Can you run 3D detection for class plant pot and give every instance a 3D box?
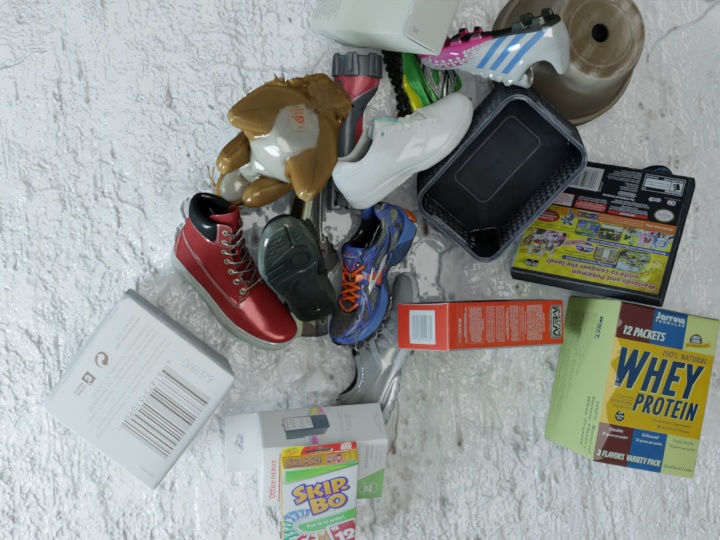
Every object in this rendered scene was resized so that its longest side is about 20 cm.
[{"bbox_3d":[0.282,-0.291,1.611,0.198,0.173,0.202,0,90,-10],"label":"plant pot"}]

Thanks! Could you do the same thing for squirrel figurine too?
[{"bbox_3d":[-0.102,-0.155,1.564,0.141,0.187,0.200,39,57,-6],"label":"squirrel figurine"}]

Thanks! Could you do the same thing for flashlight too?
[{"bbox_3d":[-0.006,-0.180,1.624,0.067,0.068,0.202,1,94,11],"label":"flashlight"}]

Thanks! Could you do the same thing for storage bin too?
[{"bbox_3d":[0.177,-0.128,1.595,0.135,0.094,0.200,39,108,-12],"label":"storage bin"}]

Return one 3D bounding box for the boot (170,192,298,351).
[{"bbox_3d":[-0.145,-0.001,1.537,0.200,0.145,0.072,42,52,9],"label":"boot"}]

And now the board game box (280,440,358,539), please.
[{"bbox_3d":[-0.052,0.288,1.572,0.095,0.030,0.201,-5,131,-8],"label":"board game box"}]

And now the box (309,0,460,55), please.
[{"bbox_3d":[0.027,-0.321,1.555,0.068,0.199,0.083,22,89,-39],"label":"box"}]

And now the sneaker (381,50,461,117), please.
[{"bbox_3d":[0.082,-0.262,1.636,0.085,0.078,0.202,-17,102,-15],"label":"sneaker"}]

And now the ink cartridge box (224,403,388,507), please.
[{"bbox_3d":[-0.071,0.235,1.583,0.198,0.068,0.118,-3,132,-8],"label":"ink cartridge box"}]

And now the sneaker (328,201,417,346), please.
[{"bbox_3d":[0.000,0.000,1.605,0.078,0.075,0.201,31,74,-45],"label":"sneaker"}]

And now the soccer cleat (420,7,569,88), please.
[{"bbox_3d":[0.164,-0.257,1.535,0.070,0.199,0.087,-41,118,-49],"label":"soccer cleat"}]

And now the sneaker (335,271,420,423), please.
[{"bbox_3d":[0.025,0.095,1.621,0.081,0.075,0.202,17,85,-4],"label":"sneaker"}]

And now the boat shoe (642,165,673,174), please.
[{"bbox_3d":[0.353,-0.062,1.674,0.084,0.069,0.200,45,84,-7],"label":"boat shoe"}]

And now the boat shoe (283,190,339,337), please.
[{"bbox_3d":[-0.060,-0.012,1.614,0.065,0.072,0.203,5,95,-14],"label":"boat shoe"}]

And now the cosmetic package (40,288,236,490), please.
[{"bbox_3d":[-0.265,0.136,1.513,0.165,0.200,0.165,38,85,-8],"label":"cosmetic package"}]

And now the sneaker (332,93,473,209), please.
[{"bbox_3d":[0.050,-0.166,1.553,0.200,0.075,0.089,-39,124,-3],"label":"sneaker"}]

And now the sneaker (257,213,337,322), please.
[{"bbox_3d":[-0.087,-0.028,1.492,0.076,0.200,0.115,-26,60,2],"label":"sneaker"}]

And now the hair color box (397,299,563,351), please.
[{"bbox_3d":[0.154,0.068,1.589,0.199,0.101,0.062,0,89,-38],"label":"hair color box"}]

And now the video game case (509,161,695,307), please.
[{"bbox_3d":[0.312,-0.054,1.612,0.198,0.026,0.182,11,65,23],"label":"video game case"}]

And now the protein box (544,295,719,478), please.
[{"bbox_3d":[0.344,0.144,1.607,0.134,0.200,0.200,11,89,-8],"label":"protein box"}]
